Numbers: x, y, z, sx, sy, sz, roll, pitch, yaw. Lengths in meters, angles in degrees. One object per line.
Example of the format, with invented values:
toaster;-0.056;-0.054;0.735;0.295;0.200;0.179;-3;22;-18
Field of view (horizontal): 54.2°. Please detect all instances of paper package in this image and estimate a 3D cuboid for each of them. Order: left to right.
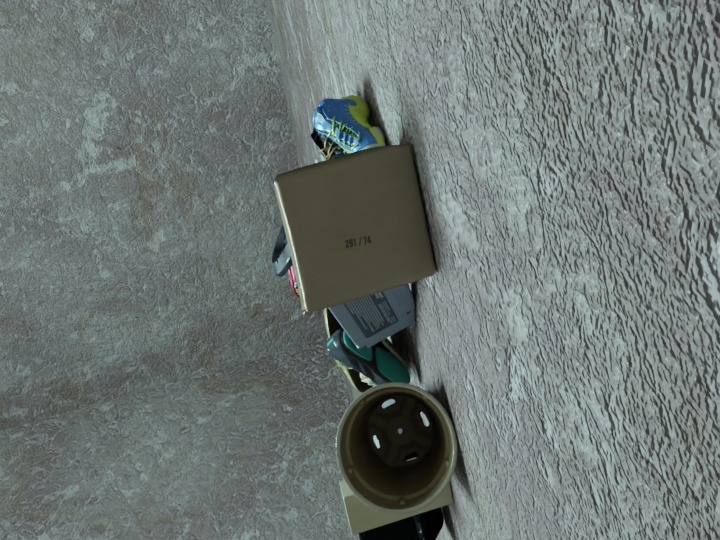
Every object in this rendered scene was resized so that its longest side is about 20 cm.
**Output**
paper package;-0.012;-0.064;0.992;0.103;0.194;0.196;-132;28;-76

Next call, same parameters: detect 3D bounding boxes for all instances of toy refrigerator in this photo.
toy refrigerator;0.064;0.406;1.296;0.070;0.194;0.078;-132;27;-76

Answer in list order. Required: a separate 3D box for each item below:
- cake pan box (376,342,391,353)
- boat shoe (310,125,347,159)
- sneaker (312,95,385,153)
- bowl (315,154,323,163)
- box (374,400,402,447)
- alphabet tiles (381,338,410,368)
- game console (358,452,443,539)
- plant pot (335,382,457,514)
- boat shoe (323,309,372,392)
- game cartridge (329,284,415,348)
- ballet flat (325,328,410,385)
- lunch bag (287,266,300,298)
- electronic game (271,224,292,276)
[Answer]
cake pan box;0.010;0.136;1.496;0.184;0.052;0.200;44;180;-12
boat shoe;-0.045;-0.207;1.230;0.071;0.089;0.203;-52;24;34
sneaker;-0.024;-0.217;1.152;0.203;0.102;0.077;-110;28;-46
bowl;-0.037;-0.190;1.414;0.201;0.091;0.207;166;91;-84
box;0.077;0.360;1.540;0.125;0.095;0.206;-119;16;-67
alphabet tiles;0.025;0.112;1.404;0.167;0.008;0.200;47;180;-44
game console;0.071;0.451;1.388;0.175;0.113;0.206;-26;-77;-64
plant pot;0.064;0.289;1.209;0.183;0.195;0.207;40;-145;-83
boat shoe;-0.032;0.141;1.357;0.066;0.073;0.205;16;129;56
game cartridge;0.021;0.052;1.170;0.042;0.131;0.201;59;180;36
ballet flat;0.010;0.170;1.313;0.198;0.073;0.074;36;-161;-34
lunch bag;-0.076;-0.041;1.607;0.082;0.194;0.181;-111;8;-73
electronic game;-0.126;-0.084;1.406;0.202;0.041;0.202;-57;18;29
